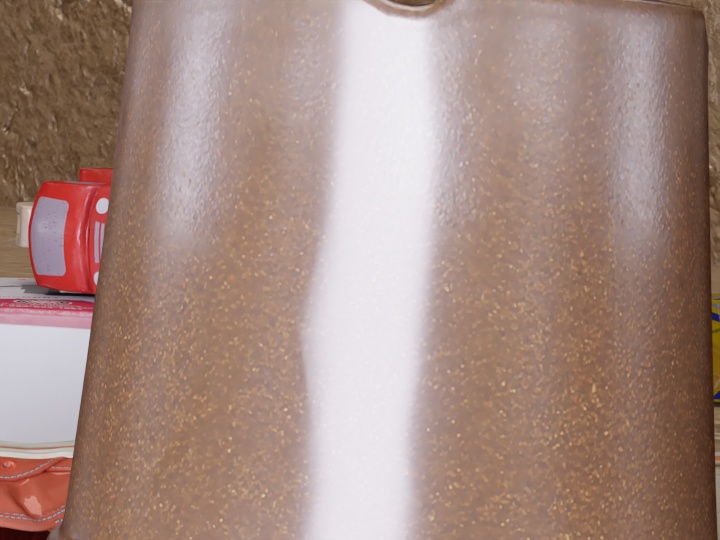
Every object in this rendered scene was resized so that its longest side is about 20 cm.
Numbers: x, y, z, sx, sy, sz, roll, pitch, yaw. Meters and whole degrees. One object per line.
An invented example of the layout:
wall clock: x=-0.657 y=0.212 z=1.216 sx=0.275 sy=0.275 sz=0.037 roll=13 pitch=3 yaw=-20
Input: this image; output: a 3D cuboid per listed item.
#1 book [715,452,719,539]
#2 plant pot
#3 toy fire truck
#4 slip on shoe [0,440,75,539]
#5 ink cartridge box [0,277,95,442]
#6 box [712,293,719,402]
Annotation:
book: x=0.127 y=0.088 z=1.027 sx=0.200 sy=0.048 sz=0.134 roll=2 pitch=1 yaw=-38
plant pot: x=0.010 y=0.025 z=0.699 sx=0.200 sy=0.198 sz=0.200 roll=3 pitch=3 yaw=0
toy fire truck: x=-0.098 y=-0.018 z=1.149 sx=0.141 sy=0.049 sz=0.200 roll=4 pitch=4 yaw=29
slip on shoe: x=-0.088 y=0.086 z=0.789 sx=0.200 sy=0.074 sz=0.061 roll=8 pitch=35 yaw=-30
ink cartridge box: x=-0.096 y=0.050 z=1.116 sx=0.145 sy=0.083 sz=0.200 roll=3 pitch=4 yaw=-5
box: x=0.221 y=0.047 z=1.625 sx=0.200 sy=0.064 sz=0.070 roll=1 pitch=3 yaw=-21
